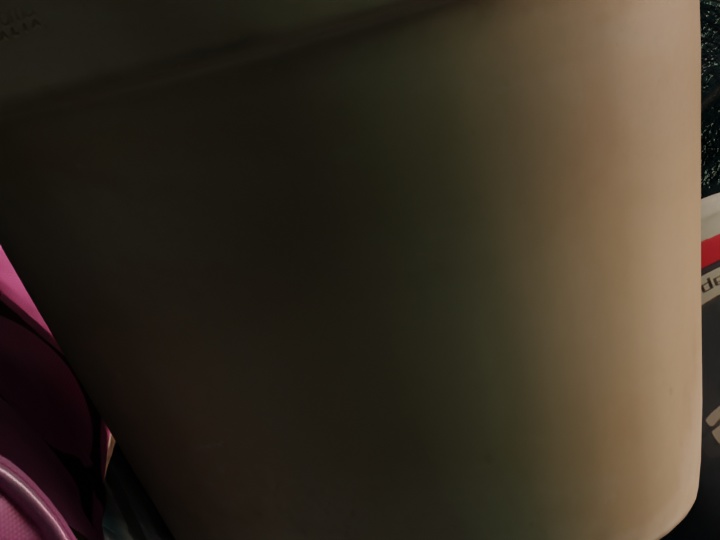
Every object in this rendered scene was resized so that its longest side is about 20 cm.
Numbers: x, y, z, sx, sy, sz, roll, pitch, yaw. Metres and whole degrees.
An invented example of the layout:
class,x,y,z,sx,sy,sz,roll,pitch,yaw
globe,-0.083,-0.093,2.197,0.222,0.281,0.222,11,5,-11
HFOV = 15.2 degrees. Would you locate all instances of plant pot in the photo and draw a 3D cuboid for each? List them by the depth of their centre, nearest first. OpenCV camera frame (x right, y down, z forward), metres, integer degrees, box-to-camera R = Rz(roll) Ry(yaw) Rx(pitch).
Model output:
class,x,y,z,sx,sy,sz,roll,pitch,yaw
plant pot,0.001,-0.015,0.625,0.200,0.199,0.175,-66,141,-80

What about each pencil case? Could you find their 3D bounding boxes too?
class,x,y,z,sx,sy,sz,roll,pitch,yaw
pencil case,-0.102,0.043,0.631,0.200,0.090,0.094,-113,-166,-70

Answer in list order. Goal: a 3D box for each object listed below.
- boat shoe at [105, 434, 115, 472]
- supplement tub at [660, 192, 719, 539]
class,x,y,z,sx,sy,sz,roll,pitch,yaw
boat shoe,-0.056,-0.019,0.796,0.074,0.204,0.075,17,-15,-17
supplement tub,0.132,0.085,0.691,0.140,0.140,0.200,40,15,-43
